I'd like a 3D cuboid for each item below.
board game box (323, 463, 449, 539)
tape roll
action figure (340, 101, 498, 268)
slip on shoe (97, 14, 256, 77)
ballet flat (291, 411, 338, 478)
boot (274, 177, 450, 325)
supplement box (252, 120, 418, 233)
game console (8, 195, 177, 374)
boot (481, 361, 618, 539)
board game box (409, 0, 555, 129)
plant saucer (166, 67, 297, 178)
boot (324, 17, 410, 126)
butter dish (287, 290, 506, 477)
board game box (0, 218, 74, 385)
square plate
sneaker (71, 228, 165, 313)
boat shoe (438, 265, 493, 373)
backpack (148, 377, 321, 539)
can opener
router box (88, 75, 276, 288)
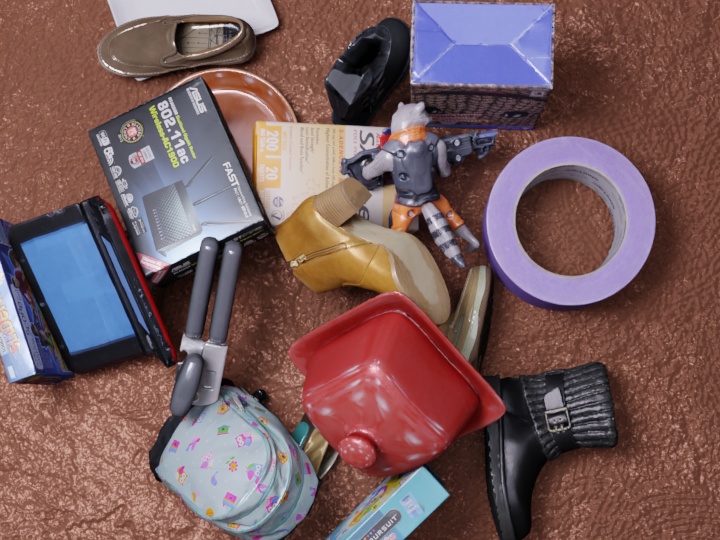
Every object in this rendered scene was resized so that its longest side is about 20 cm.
[{"bbox_3d":[0.010,0.299,1.256,0.200,0.151,0.047,-43,87,-3],"label":"board game box"},{"bbox_3d":[0.247,-0.054,1.320,0.199,0.085,0.201,0,83,3],"label":"tape roll"},{"bbox_3d":[0.090,-0.104,1.262,0.199,0.105,0.195,-21,102,-13],"label":"action figure"},{"bbox_3d":[-0.230,-0.281,1.354,0.199,0.061,0.077,0,85,3],"label":"slip on shoe"},{"bbox_3d":[-0.044,0.186,1.327,0.063,0.069,0.201,29,88,-22],"label":"ballet flat"},{"bbox_3d":[-0.001,0.000,1.240,0.202,0.144,0.071,52,45,-3],"label":"boot"},{"bbox_3d":[-0.031,-0.109,1.325,0.199,0.074,0.127,1,86,-9],"label":"supplement box"},{"bbox_3d":[-0.311,0.028,1.262,0.118,0.172,0.201,-25,105,-15],"label":"game console"},{"bbox_3d":[0.227,0.216,1.292,0.157,0.079,0.213,-3,83,3],"label":"boot"},{"bbox_3d":[0.138,-0.237,1.288,0.158,0.200,0.098,2,84,4],"label":"board game box"},{"bbox_3d":[-0.173,-0.153,1.379,0.199,0.032,0.202,0,83,2],"label":"plant saucer"},{"bbox_3d":[0.014,-0.251,1.296,0.065,0.200,0.166,24,85,5],"label":"boot"},{"bbox_3d":[0.020,0.153,1.190,0.199,0.148,0.200,-30,109,38],"label":"butter dish"},{"bbox_3d":[-0.410,0.037,1.316,0.034,0.135,0.201,-20,82,1],"label":"board game box"},{"bbox_3d":[-0.228,-0.365,1.408,0.197,0.028,0.201,-21,83,0],"label":"square plate"},{"bbox_3d":[-0.287,-0.029,1.337,0.112,0.071,0.201,15,100,5],"label":"sneaker"},{"bbox_3d":[0.111,0.088,1.322,0.076,0.072,0.201,10,84,17],"label":"boat shoe"},{"bbox_3d":[-0.146,0.227,1.255,0.200,0.126,0.167,31,90,41],"label":"backpack"},{"bbox_3d":[-0.168,0.064,1.208,0.052,0.066,0.201,11,104,-9],"label":"can opener"},{"bbox_3d":[-0.206,-0.101,1.260,0.149,0.062,0.201,-26,75,1],"label":"router box"}]
